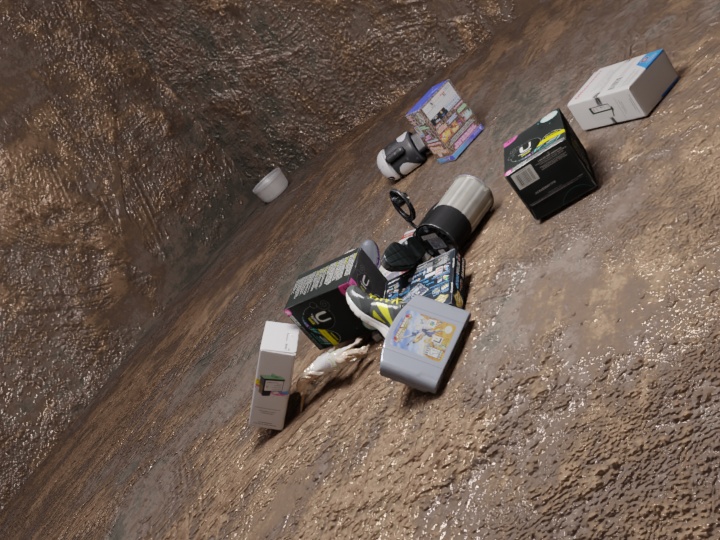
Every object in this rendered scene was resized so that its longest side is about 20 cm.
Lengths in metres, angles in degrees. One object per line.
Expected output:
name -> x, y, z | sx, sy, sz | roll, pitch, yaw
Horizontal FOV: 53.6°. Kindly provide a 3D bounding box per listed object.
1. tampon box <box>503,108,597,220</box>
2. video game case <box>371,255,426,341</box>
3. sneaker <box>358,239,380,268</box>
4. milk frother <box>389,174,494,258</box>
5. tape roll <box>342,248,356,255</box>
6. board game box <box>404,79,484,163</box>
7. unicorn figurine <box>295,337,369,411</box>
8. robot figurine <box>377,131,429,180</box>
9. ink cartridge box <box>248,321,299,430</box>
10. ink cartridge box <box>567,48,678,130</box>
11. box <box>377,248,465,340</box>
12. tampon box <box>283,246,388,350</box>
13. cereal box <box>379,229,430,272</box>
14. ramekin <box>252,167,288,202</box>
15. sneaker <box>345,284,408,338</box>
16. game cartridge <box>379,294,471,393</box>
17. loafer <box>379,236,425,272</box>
tampon box -> 0.408, -0.235, 1.556 | 0.149, 0.127, 0.201 | -32, 20, 24
video game case -> 0.090, 0.051, 1.679 | 0.181, 0.023, 0.201 | -37, 32, 16
sneaker -> 0.000, 0.000, 1.848 | 0.073, 0.088, 0.202 | 6, 68, 20
milk frother -> 0.189, -0.161, 1.714 | 0.179, 0.201, 0.189 | 8, 49, 42
tape roll -> -0.049, 0.032, 1.993 | 0.202, 0.071, 0.203 | -36, 19, 14
board game box -> 0.270, -0.477, 2.289 | 0.160, 0.200, 0.097 | -47, 18, -19
unicorn figurine -> -0.071, 0.215, 1.605 | 0.137, 0.074, 0.200 | -29, -16, -43
robot figurine -> 0.152, -0.401, 2.489 | 0.199, 0.150, 0.126 | -33, 42, 23
ink cartridge box -> -0.199, 0.239, 1.642 | 0.145, 0.083, 0.202 | -94, 15, -68
ink cartridge box -> 0.606, -0.416, 1.656 | 0.146, 0.084, 0.200 | -47, 18, -17
box -> 0.134, 0.057, 1.546 | 0.199, 0.046, 0.160 | -27, 35, 32
tampon box -> -0.047, 0.069, 1.649 | 0.199, 0.150, 0.127 | -23, 31, 33
cereal box -> 0.126, -0.038, 1.845 | 0.143, 0.040, 0.201 | -15, 32, 51
ramekin -> -0.495, -0.469, 3.974 | 0.199, 0.105, 0.201 | -36, 19, 14
sneaker -> 0.058, 0.085, 1.481 | 0.085, 0.199, 0.074 | -57, -17, 17
game cartridge -> 0.118, 0.133, 1.361 | 0.042, 0.132, 0.201 | 94, -158, -47
loafer -> 0.087, -0.021, 1.624 | 0.072, 0.073, 0.200 | -44, -11, 24
